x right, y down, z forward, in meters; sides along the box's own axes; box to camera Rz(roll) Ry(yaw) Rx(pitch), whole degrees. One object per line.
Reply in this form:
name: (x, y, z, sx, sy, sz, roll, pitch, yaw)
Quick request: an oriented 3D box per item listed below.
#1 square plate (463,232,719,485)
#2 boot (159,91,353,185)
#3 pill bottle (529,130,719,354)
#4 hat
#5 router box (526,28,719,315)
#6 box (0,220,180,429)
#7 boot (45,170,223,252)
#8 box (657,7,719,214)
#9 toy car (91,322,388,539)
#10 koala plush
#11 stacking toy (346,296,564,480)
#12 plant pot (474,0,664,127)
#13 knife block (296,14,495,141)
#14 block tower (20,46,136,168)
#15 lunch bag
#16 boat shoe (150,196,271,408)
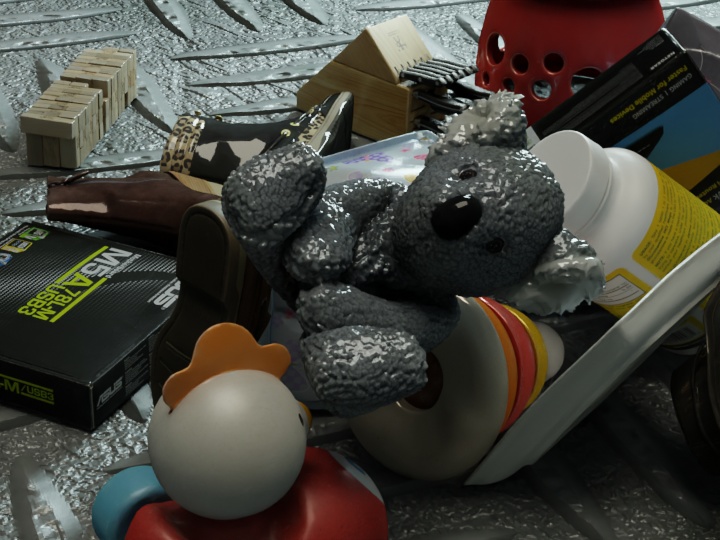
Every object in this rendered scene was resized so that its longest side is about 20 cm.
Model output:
square plate: (0.178, 0.063, 1.204, 0.028, 0.200, 0.198, 46, 42, 10)
boot: (-0.093, -0.122, 1.630, 0.150, 0.073, 0.200, 8, 35, 12)
pill bottle: (0.208, -0.024, 1.315, 0.200, 0.112, 0.112, 32, 11, -34)
hat: (0.270, 0.092, 1.206, 0.081, 0.201, 0.201, -24, 9, 38)
router box: (0.206, -0.077, 1.383, 0.200, 0.149, 0.051, -37, 34, 10)
box: (-0.238, 0.036, 1.350, 0.193, 0.048, 0.200, 13, 31, 23)
boot: (-0.183, -0.038, 1.456, 0.166, 0.072, 0.200, 1, 16, -15)
box: (0.322, -0.119, 1.485, 0.200, 0.132, 0.115, 31, 2, 4)
toy car: (-0.063, 0.119, 1.046, 0.177, 0.200, 0.184, -14, 33, -27)
koala plush: (0.043, -0.017, 1.100, 0.200, 0.178, 0.184, -29, -12, 4)
stacking toy: (0.093, 0.068, 1.259, 0.146, 0.146, 0.200, 24, 19, 35)
plant pot: (0.220, -0.250, 1.769, 0.200, 0.183, 0.201, 0, 30, 0)
knife block: (0.043, -0.156, 1.723, 0.064, 0.176, 0.200, -25, -7, -41)
block tower: (-0.278, -0.163, 1.708, 0.054, 0.058, 0.200, 7, 27, 9)
lunch bag: (0.000, 0.000, 1.301, 0.200, 0.170, 0.127, -21, 36, -35)
boat shoe: (-0.094, 0.036, 1.206, 0.072, 0.200, 0.068, 38, 38, 28)
